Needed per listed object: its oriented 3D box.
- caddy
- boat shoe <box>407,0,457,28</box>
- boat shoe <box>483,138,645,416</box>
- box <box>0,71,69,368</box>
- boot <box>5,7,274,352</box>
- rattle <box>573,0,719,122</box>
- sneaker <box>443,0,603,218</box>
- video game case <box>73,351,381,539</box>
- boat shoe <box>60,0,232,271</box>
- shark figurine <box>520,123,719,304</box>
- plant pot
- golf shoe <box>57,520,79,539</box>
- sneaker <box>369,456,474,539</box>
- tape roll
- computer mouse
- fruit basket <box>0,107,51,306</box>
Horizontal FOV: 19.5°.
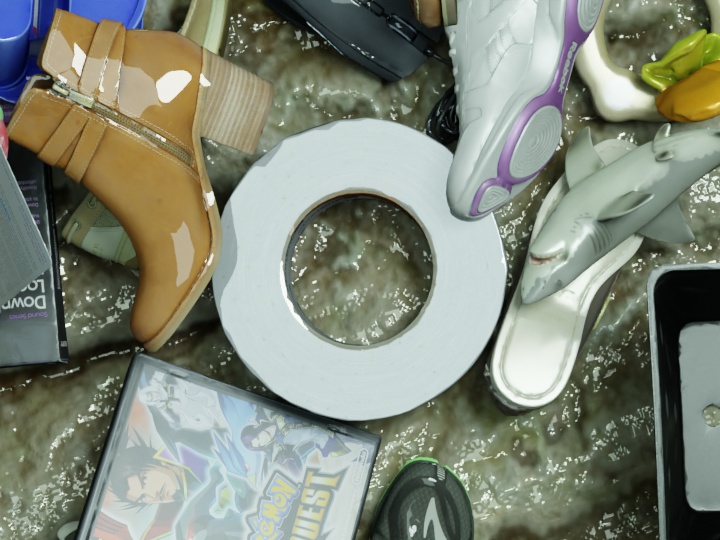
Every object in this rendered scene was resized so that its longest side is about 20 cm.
[{"bbox_3d":[-0.212,-0.212,1.413,0.140,0.105,0.202,5,77,-13],"label":"caddy"},{"bbox_3d":[0.019,-0.225,1.383,0.067,0.072,0.201,-10,43,-3],"label":"boat shoe"},{"bbox_3d":[0.139,0.005,1.410,0.071,0.060,0.201,24,73,2],"label":"boat shoe"},{"bbox_3d":[-0.281,-0.029,1.445,0.141,0.036,0.202,-6,89,2],"label":"box"},{"bbox_3d":[-0.157,-0.059,1.349,0.154,0.077,0.202,18,102,-16],"label":"boot"},{"bbox_3d":[0.194,-0.199,1.382,0.129,0.143,0.202,1,94,18],"label":"rattle"},{"bbox_3d":[0.091,-0.130,1.384,0.099,0.075,0.202,17,79,29],"label":"sneaker"},{"bbox_3d":[-0.095,0.176,1.387,0.179,0.026,0.202,19,69,-9],"label":"video game case"},{"bbox_3d":[-0.142,-0.103,1.425,0.063,0.073,0.202,21,97,-2],"label":"boat shoe"},{"bbox_3d":[0.208,-0.047,1.351,0.213,0.129,0.090,-23,127,30],"label":"shark figurine"},{"bbox_3d":[0.279,0.094,1.348,0.197,0.177,0.202,-3,89,2],"label":"plant pot"},{"bbox_3d":[-0.177,0.268,1.423,0.087,0.077,0.202,9,83,18],"label":"golf shoe"},{"bbox_3d":[0.025,0.225,1.401,0.076,0.084,0.202,18,89,2],"label":"sneaker"},{"bbox_3d":[0.000,0.000,1.418,0.198,0.066,0.202,0,89,2],"label":"tape roll"},{"bbox_3d":[0.031,-0.197,1.431,0.200,0.046,0.141,39,90,3],"label":"computer mouse"},{"bbox_3d":[-0.255,-0.067,1.335,0.093,0.200,0.187,-22,86,-34],"label":"fruit basket"}]
